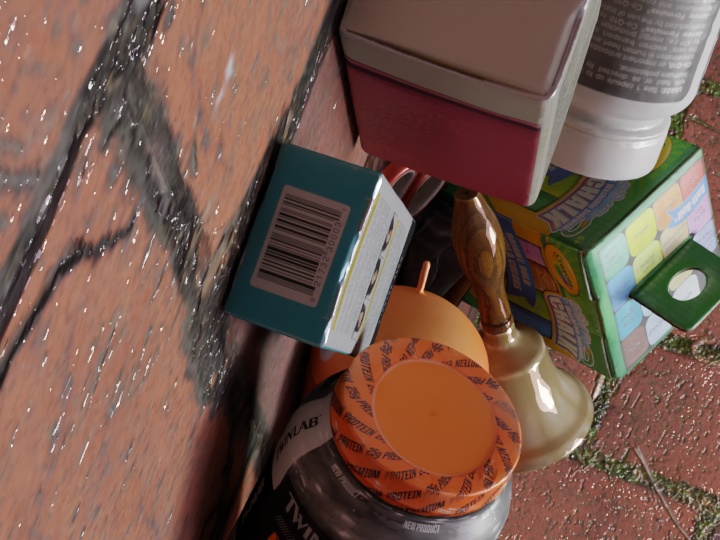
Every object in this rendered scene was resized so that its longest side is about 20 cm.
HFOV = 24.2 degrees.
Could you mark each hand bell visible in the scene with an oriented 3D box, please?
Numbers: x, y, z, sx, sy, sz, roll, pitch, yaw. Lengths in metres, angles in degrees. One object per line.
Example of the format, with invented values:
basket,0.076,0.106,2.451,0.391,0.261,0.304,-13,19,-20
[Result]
hand bell,0.087,0.026,1.100,0.104,0.104,0.201,-65,148,-44

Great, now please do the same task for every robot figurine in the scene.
robot figurine,0.017,0.091,1.062,0.143,0.117,0.201,-18,139,-31

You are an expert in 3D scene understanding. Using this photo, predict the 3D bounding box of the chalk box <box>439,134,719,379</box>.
chalk box,0.163,-0.022,1.155,0.125,0.200,0.124,-41,133,-23

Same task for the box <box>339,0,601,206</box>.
box,0.063,-0.129,0.874,0.200,0.108,0.129,76,34,-77

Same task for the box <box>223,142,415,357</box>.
box,-0.015,-0.004,0.827,0.200,0.049,0.083,41,68,-83

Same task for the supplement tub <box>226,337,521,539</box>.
supplement tub,0.002,0.134,0.884,0.200,0.122,0.123,-63,-179,43

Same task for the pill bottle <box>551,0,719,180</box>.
pill bottle,0.167,-0.164,1.033,0.114,0.113,0.201,-60,168,-58

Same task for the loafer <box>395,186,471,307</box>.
loafer,0.037,0.039,1.176,0.073,0.072,0.201,-35,151,-41

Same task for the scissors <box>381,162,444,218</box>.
scissors,0.000,0.000,1.099,0.073,0.014,0.200,-22,150,-48
